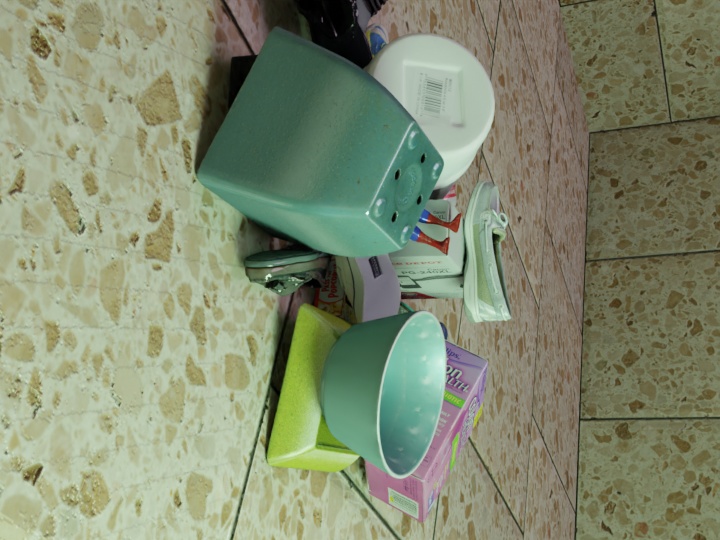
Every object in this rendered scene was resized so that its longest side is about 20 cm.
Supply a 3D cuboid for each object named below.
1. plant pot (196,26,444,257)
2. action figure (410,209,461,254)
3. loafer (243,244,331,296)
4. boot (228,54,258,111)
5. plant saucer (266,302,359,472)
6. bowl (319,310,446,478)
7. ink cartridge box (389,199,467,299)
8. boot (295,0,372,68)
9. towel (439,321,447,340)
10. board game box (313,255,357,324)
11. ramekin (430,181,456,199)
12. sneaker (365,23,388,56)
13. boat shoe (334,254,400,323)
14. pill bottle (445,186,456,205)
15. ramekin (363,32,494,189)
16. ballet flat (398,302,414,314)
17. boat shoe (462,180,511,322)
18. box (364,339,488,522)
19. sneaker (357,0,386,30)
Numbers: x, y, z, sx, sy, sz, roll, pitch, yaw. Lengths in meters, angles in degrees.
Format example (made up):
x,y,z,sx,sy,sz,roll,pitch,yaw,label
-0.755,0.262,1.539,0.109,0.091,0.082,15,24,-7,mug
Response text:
x,y,z,sx,sy,sz,roll,pitch,yaw,label
-0.023,-0.124,1.053,0.197,0.199,0.196,-64,152,-7,plant pot
0.031,-0.100,1.190,0.099,0.198,0.066,91,23,-55,action figure
-0.081,0.004,1.143,0.200,0.071,0.064,-20,110,-69,loafer
-0.089,-0.190,1.160,0.200,0.065,0.167,-36,118,-65,boot
-0.033,0.160,1.195,0.200,0.047,0.202,29,71,-61,plant saucer
0.021,0.141,1.128,0.200,0.104,0.203,-28,122,-59,bowl
0.087,-0.025,1.332,0.200,0.144,0.084,39,53,-62,ink cartridge box
-0.033,-0.322,1.239,0.169,0.076,0.202,-103,171,-64,boot
0.070,0.172,1.420,0.200,0.048,0.112,-53,159,-36,towel
-0.008,0.000,1.346,0.152,0.046,0.202,49,42,-56,board game box
0.061,-0.173,1.370,0.095,0.200,0.203,-64,145,-32,ramekin
0.048,-0.311,1.468,0.076,0.104,0.202,50,41,-55,sneaker
0.000,0.000,1.227,0.071,0.070,0.201,-34,134,-20,boat shoe
0.104,-0.153,1.566,0.111,0.109,0.203,-24,108,-66,pill bottle
0.082,-0.216,1.237,0.098,0.198,0.203,133,-39,-69,ramekin
0.056,0.083,1.458,0.200,0.071,0.073,35,51,-88,ballet flat
0.181,-0.027,1.285,0.074,0.064,0.204,44,48,-60,boat shoe
0.095,0.227,1.325,0.201,0.096,0.177,-57,160,-27,box
0.038,-0.448,1.449,0.084,0.119,0.202,53,39,-53,sneaker
